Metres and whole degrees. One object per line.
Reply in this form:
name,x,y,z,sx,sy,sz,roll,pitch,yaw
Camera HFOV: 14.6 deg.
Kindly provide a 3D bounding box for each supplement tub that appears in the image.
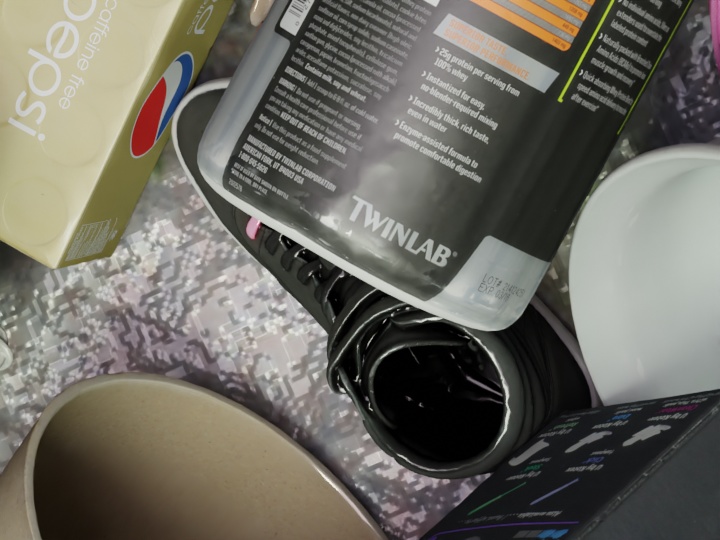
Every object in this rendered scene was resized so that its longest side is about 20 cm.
supplement tub,0.042,-0.092,0.916,0.122,0.123,0.200,30,94,10

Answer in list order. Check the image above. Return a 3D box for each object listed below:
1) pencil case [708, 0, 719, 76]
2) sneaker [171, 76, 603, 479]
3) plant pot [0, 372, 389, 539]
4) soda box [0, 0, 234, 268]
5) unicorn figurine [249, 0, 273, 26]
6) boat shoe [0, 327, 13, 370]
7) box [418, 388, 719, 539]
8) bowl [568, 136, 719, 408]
pencil case,0.222,-0.098,0.964,0.200,0.094,0.091,3,51,15
sneaker,0.000,0.000,1.020,0.200,0.099,0.071,42,105,9
plant pot,-0.102,0.171,1.034,0.187,0.187,0.200,49,118,6
soda box,-0.090,-0.103,1.053,0.068,0.064,0.200,29,100,10
unicorn figurine,-0.007,-0.192,0.978,0.137,0.074,0.200,-8,103,-20
boat shoe,-0.156,0.018,1.041,0.063,0.073,0.200,19,141,-5
box,0.063,0.144,0.917,0.122,0.200,0.106,58,150,-11
bowl,0.172,0.024,0.926,0.090,0.201,0.201,-38,83,-28
